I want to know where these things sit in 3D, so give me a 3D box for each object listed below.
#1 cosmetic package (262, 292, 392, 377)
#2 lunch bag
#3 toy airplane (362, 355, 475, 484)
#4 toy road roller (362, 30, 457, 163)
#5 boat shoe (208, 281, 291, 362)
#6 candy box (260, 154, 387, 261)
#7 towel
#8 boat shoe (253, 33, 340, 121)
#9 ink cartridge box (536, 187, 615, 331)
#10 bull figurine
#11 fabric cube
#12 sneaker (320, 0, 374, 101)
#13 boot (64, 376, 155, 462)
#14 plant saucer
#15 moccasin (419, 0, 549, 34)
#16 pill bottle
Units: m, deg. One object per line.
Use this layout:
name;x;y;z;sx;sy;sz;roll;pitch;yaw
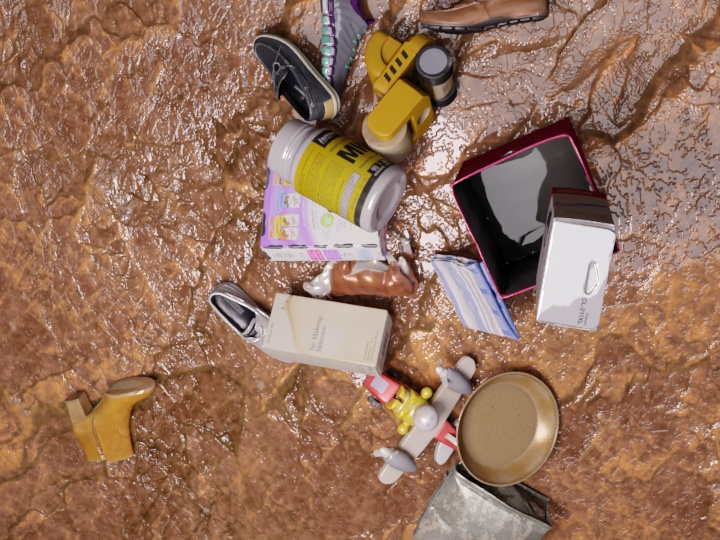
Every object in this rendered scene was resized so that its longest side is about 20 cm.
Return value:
cosmetic package;-0.054;0.109;1.721;0.199;0.073;0.104;8;71;12
lunch bag;0.209;0.440;1.783;0.199;0.118;0.165;27;110;-3
toy airplane;0.112;0.256;1.735;0.198;0.141;0.201;-8;91;-7
toy road roller;0.052;-0.283;1.593;0.146;0.123;0.200;36;85;16
boat shoe;-0.188;0.101;1.791;0.200;0.065;0.074;35;109;0
candy box;-0.055;-0.104;1.663;0.199;0.072;0.169;0;71;11
towel;0.182;0.042;1.643;0.024;0.200;0.147;-30;101;-13
boat shoe;-0.115;-0.311;1.628;0.200;0.062;0.075;47;149;21
ink cartridge box;0.290;-0.022;1.383;0.082;0.200;0.147;9;107;8
bull figurine;0.000;0.000;1.720;0.199;0.065;0.122;1;125;6
fabric cube;0.272;-0.103;1.573;0.195;0.199;0.201;-23;100;17
sneaker;-0.020;-0.367;1.625;0.087;0.074;0.201;-1;109;0
boot;-0.449;0.284;1.900;0.200;0.071;0.145;-14;108;18
plant saucer;0.246;0.267;1.732;0.199;0.035;0.201;-4;100;-21
moccasin;0.190;-0.413;1.569;0.200;0.074;0.078;-7;95;16
pill bottle;-0.038;-0.151;1.576;0.199;0.114;0.115;30;110;18
